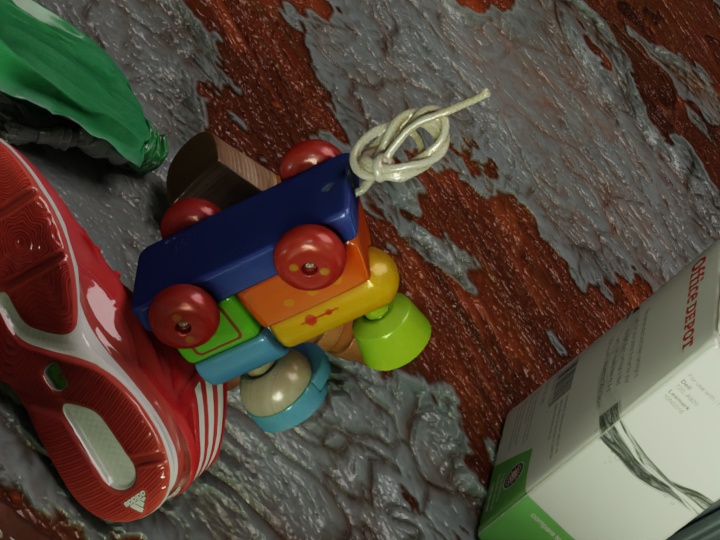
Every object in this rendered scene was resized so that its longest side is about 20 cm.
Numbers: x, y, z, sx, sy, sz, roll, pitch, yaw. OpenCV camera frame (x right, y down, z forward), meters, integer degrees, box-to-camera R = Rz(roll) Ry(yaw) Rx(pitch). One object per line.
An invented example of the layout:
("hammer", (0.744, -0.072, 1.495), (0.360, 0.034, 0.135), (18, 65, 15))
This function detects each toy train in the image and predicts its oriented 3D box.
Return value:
("toy train", (0.000, 0.000, 0.966), (0.116, 0.199, 0.085), (54, 22, -32))

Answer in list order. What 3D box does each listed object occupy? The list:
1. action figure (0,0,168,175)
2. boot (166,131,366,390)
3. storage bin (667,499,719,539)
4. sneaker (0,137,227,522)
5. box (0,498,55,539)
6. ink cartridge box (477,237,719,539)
("action figure", (-0.176, -0.106, 1.106), (0.200, 0.055, 0.119), (35, 28, -41))
("boot", (-0.038, 0.021, 1.137), (0.154, 0.073, 0.201), (38, 31, -30))
("storage bin", (0.255, 0.220, 1.207), (0.145, 0.199, 0.135), (33, 42, -29))
("sneaker", (-0.136, 0.024, 0.997), (0.201, 0.078, 0.115), (65, 19, 4))
("box", (-0.145, 0.196, 0.595), (0.164, 0.200, 0.167), (38, 28, -21))
("ink cartridge box", (0.174, 0.092, 1.219), (0.084, 0.200, 0.146), (43, 28, -10))
